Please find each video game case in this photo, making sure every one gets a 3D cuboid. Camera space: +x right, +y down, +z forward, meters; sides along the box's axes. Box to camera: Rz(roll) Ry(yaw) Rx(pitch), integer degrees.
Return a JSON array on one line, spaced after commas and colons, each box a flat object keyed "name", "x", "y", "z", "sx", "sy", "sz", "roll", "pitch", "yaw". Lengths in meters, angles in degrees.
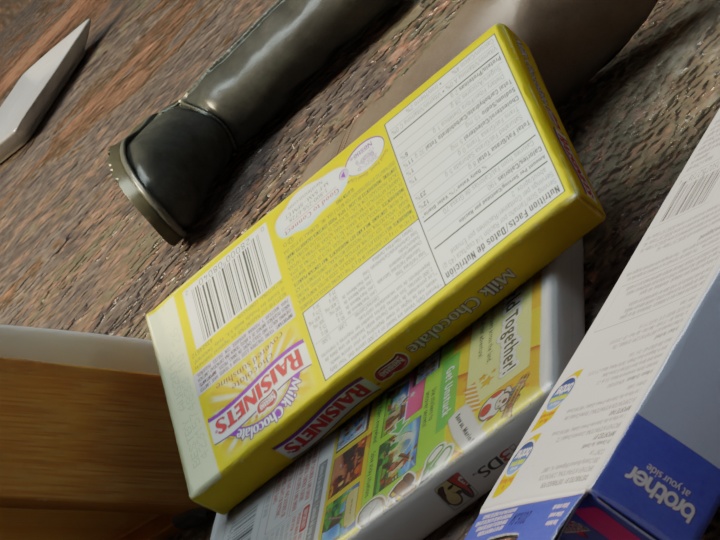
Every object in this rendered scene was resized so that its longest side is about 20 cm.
[{"name": "video game case", "x": 0.014, "y": 0.051, "z": 0.868, "sx": 0.182, "sy": 0.023, "sz": 0.200, "roll": -39, "pitch": 18, "yaw": 21}]

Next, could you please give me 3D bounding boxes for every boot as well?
[{"name": "boot", "x": 0.048, "y": -0.067, "z": 0.957, "sx": 0.200, "sy": 0.070, "sz": 0.146, "roll": -40, "pitch": 11, "yaw": 38}, {"name": "boot", "x": -0.057, "y": -0.116, "z": 1.354, "sx": 0.199, "sy": 0.073, "sz": 0.182, "roll": -34, "pitch": 21, "yaw": 12}]

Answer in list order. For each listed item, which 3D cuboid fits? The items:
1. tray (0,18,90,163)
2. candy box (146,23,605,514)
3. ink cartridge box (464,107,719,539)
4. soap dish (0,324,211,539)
[{"name": "tray", "x": -0.312, "y": -0.155, "z": 2.081, "sx": 0.107, "sy": 0.022, "sz": 0.200, "roll": -33, "pitch": 21, "yaw": 34}, {"name": "candy box", "x": 0.000, "y": 0.000, "z": 0.871, "sx": 0.200, "sy": 0.026, "sz": 0.103, "roll": -38, "pitch": 47, "yaw": 20}, {"name": "ink cartridge box", "x": 0.096, "y": 0.021, "z": 0.650, "sx": 0.200, "sy": 0.042, "sz": 0.119, "roll": -55, "pitch": 4, "yaw": -14}, {"name": "soap dish", "x": -0.166, "y": 0.089, "z": 0.945, "sx": 0.157, "sy": 0.199, "sz": 0.082, "roll": -32, "pitch": 63, "yaw": 34}]
